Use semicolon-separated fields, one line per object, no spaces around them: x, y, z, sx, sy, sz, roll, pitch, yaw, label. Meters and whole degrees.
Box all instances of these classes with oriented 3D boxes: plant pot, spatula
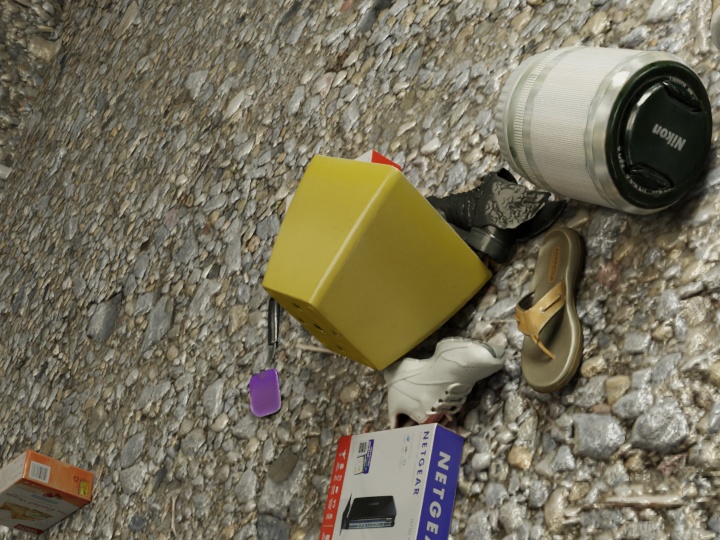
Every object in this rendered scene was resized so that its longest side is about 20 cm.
0.000;0.000;1.442;0.177;0.200;0.199;-52;30;-12;plant pot
-0.133;0.119;1.750;0.056;0.021;0.203;-22;47;30;spatula

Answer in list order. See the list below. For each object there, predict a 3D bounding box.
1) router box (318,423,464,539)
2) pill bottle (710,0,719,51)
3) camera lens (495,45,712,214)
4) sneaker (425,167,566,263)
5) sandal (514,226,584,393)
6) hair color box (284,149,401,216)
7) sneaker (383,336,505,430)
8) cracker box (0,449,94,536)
0.028;0.285;1.370;0.178;0.048;0.203;-18;53;49;router box
0.412;-0.317;1.199;0.110;0.110;0.203;-18;53;48;pill bottle
0.255;-0.151;1.258;0.199;0.159;0.162;22;85;58;camera lens
0.155;-0.078;1.450;0.105;0.060;0.199;-60;37;7;sneaker
0.200;0.037;1.298;0.080;0.054;0.203;-21;51;47;sandal
-0.031;-0.079;1.712;0.199;0.063;0.113;-23;50;44;hair color box
0.098;0.134;1.371;0.199;0.074;0.089;-34;46;51;sneaker
-0.571;0.389;2.079;0.199;0.133;0.058;-34;42;39;cracker box
